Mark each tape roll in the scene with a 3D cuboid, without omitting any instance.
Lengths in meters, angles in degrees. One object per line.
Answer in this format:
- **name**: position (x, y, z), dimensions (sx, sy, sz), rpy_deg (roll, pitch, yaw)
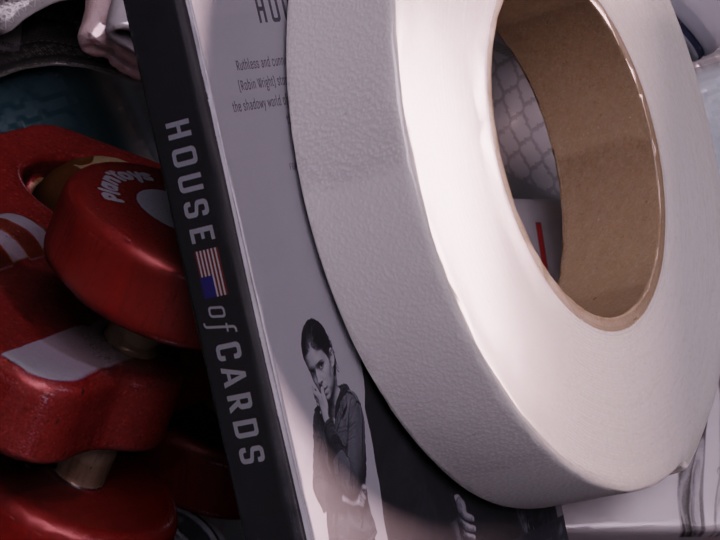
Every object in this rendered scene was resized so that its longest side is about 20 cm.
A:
- **tape roll**: position (0.048, -0.032, 0.782), dimensions (0.202, 0.037, 0.204), rpy_deg (31, 53, -51)

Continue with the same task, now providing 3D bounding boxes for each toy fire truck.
- **toy fire truck**: position (-0.091, -0.003, 0.816), dimensions (0.167, 0.113, 0.200), rpy_deg (32, 24, 17)

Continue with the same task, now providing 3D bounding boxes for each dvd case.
- **dvd case**: position (0.000, 0.000, 0.751), dimensions (0.150, 0.025, 0.202), rpy_deg (-14, 91, -61)

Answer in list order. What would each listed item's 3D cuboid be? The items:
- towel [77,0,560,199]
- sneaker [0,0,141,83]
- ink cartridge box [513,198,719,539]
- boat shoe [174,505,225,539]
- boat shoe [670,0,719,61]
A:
- **towel**: position (0.006, -0.122, 0.926), dimensions (0.199, 0.032, 0.192), rpy_deg (23, 60, -27)
- **sneaker**: position (-0.143, -0.098, 0.876), dimensions (0.198, 0.075, 0.083), rpy_deg (0, 64, -17)
- **ink cartridge box**: position (0.088, 0.042, 0.889), dimensions (0.198, 0.067, 0.117), rpy_deg (0, 67, -17)
- **boat shoe**: position (-0.129, 0.096, 0.798), dimensions (0.198, 0.068, 0.072), rpy_deg (-3, 68, -18)
- **boat shoe**: position (0.038, -0.112, 0.893), dimensions (0.199, 0.072, 0.062), rpy_deg (28, 92, -29)
